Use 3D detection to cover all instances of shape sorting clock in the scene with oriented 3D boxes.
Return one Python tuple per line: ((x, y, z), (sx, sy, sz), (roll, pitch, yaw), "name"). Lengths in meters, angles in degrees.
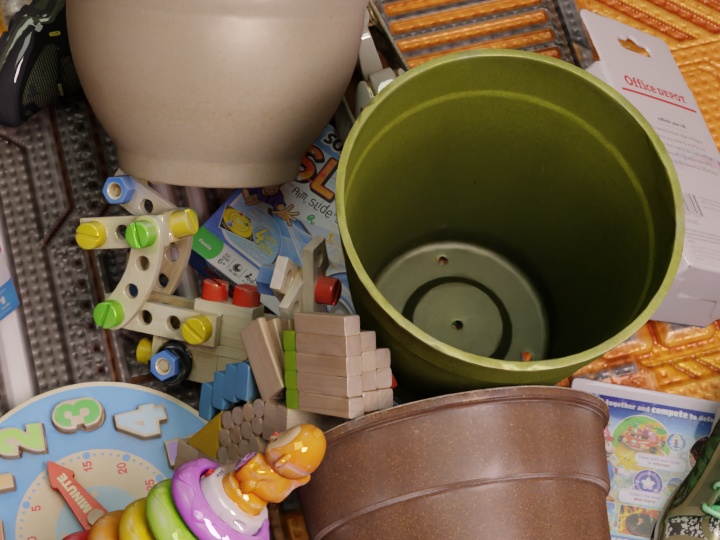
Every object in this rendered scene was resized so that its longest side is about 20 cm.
((-0.165, 0.163, 1.167), (0.200, 0.039, 0.200), (0, 65, -1), "shape sorting clock")

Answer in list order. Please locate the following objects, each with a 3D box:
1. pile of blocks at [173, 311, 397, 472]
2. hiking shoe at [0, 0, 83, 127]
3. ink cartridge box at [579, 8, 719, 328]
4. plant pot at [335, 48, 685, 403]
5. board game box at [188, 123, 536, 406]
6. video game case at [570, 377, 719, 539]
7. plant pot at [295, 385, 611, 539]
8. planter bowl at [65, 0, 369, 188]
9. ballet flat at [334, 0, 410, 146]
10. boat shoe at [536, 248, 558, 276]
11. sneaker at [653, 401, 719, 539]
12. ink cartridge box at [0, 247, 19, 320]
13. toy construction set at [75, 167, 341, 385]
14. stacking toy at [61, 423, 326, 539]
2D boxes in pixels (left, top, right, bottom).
((-0.041, 0.074, 1.116), (0.062, 0.200, 0.082), (-4, 70, -41), "pile of blocks")
((-0.173, -0.160, 1.297), (0.101, 0.076, 0.200), (40, 70, 19), "hiking shoe")
((0.189, -0.067, 1.234), (0.068, 0.115, 0.200), (-35, 62, 32), "ink cartridge box")
((0.075, 0.000, 1.119), (0.200, 0.193, 0.201), (3, 66, -6), "plant pot")
((0.000, 0.000, 1.248), (0.200, 0.034, 0.135), (37, 70, 15), "board game box")
((0.193, 0.174, 1.180), (0.143, 0.018, 0.200), (10, 66, 4), "video game case")
((0.067, 0.193, 1.074), (0.200, 0.200, 0.198), (-8, 68, -5), "plant pot")
((-0.095, -0.127, 1.199), (0.200, 0.200, 0.135), (3, 102, 0), "planter bowl")
((0.007, -0.128, 1.265), (0.067, 0.062, 0.200), (-20, 50, -9), "ballet flat")
((0.092, -0.059, 1.260), (0.070, 0.071, 0.200), (-22, 64, -5), "boat shoe")
((0.238, 0.126, 1.143), (0.077, 0.089, 0.200), (21, 67, 8), "sneaker")
((-0.302, -0.044, 1.172), (0.085, 0.200, 0.145), (-37, 71, -16), "ink cartridge box")
((-0.092, 0.013, 1.185), (0.200, 0.092, 0.131), (14, 102, 33), "toy construction set")
((-0.093, 0.153, 1.054), (0.110, 0.116, 0.200), (47, 110, 5), "stacking toy")
